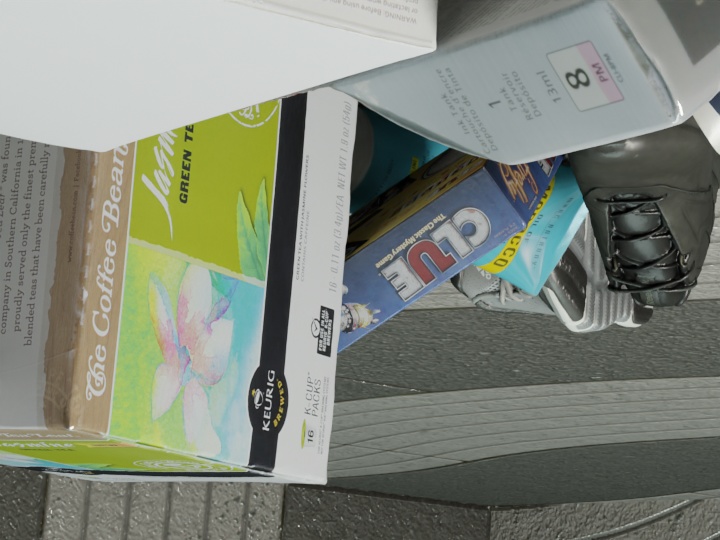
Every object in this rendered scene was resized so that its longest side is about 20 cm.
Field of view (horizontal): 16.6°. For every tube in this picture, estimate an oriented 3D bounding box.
[{"bbox_3d":[0.051,-0.039,1.291,0.199,0.078,0.050,16,-156,-47],"label":"tube"}]

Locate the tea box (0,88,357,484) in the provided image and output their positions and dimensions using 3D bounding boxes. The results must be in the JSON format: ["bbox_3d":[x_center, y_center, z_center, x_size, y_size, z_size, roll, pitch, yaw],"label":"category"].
[{"bbox_3d":[-0.107,-0.019,1.034,0.133,0.202,0.196,-1,170,30],"label":"tea box"}]

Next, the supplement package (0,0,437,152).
[{"bbox_3d":[-0.092,-0.114,0.741,0.155,0.112,0.199,10,169,-34],"label":"supplement package"}]

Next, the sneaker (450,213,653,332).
[{"bbox_3d":[0.098,0.001,1.475,0.115,0.076,0.200,2,172,23],"label":"sneaker"}]

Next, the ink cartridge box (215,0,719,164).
[{"bbox_3d":[0.070,-0.088,0.765,0.162,0.057,0.200,-41,-167,-32],"label":"ink cartridge box"}]

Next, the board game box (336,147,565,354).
[{"bbox_3d":[0.000,0.000,1.158,0.199,0.035,0.136,-34,-172,21],"label":"board game box"}]

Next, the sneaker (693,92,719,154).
[{"bbox_3d":[0.195,-0.080,0.977,0.080,0.077,0.200,-42,162,25],"label":"sneaker"}]

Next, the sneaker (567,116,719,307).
[{"bbox_3d":[0.143,-0.032,1.209,0.075,0.092,0.200,1,169,19],"label":"sneaker"}]
